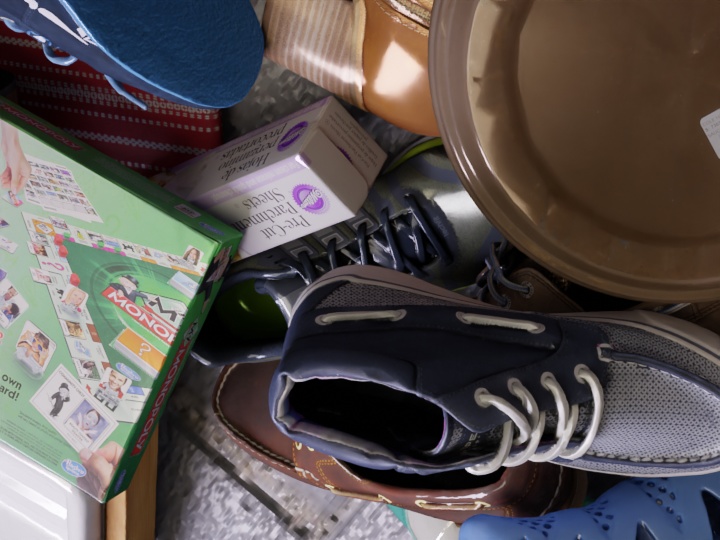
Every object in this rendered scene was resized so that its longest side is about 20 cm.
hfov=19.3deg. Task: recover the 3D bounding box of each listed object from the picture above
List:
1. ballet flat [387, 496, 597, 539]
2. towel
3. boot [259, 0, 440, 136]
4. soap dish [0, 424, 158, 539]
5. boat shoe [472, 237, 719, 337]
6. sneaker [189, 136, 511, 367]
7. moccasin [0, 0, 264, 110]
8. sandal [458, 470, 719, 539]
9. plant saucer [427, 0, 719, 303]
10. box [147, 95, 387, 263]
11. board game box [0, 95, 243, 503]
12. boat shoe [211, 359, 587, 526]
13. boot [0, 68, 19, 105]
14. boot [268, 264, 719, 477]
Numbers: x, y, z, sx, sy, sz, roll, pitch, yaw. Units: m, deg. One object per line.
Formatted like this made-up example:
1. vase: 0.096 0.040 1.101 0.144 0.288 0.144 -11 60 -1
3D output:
1. ballet flat: 0.080 0.130 0.983 0.199 0.070 0.068 19 130 20
2. towel: -0.130 -0.120 0.991 0.144 0.022 0.201 10 121 25
3. boot: 0.048 -0.140 0.849 0.155 0.077 0.201 22 119 13
4. soap dish: -0.174 0.096 1.070 0.157 0.081 0.200 28 146 13
5. boat shoe: 0.082 0.018 0.901 0.199 0.072 0.073 -10 121 8
6. sneaker: 0.000 0.000 0.948 0.200 0.081 0.074 -27 102 35
7. moccasin: -0.127 -0.135 0.867 0.200 0.081 0.068 37 159 -25
8. sandal: 0.136 0.109 0.904 0.079 0.199 0.087 168 104 -73
9. plant saucer: 0.125 -0.080 0.817 0.199 0.029 0.201 1 106 3
10. box: -0.071 -0.026 0.963 0.200 0.039 0.041 -18 124 45
11. board game box: -0.166 -0.004 0.949 0.200 0.029 0.135 30 106 12
12. boat shoe: 0.006 0.070 0.969 0.199 0.070 0.071 10 83 36
13. boot: -0.239 -0.051 1.044 0.199 0.075 0.097 11 118 40
14. boot: 0.063 0.056 0.832 0.199 0.090 0.073 10 114 5
